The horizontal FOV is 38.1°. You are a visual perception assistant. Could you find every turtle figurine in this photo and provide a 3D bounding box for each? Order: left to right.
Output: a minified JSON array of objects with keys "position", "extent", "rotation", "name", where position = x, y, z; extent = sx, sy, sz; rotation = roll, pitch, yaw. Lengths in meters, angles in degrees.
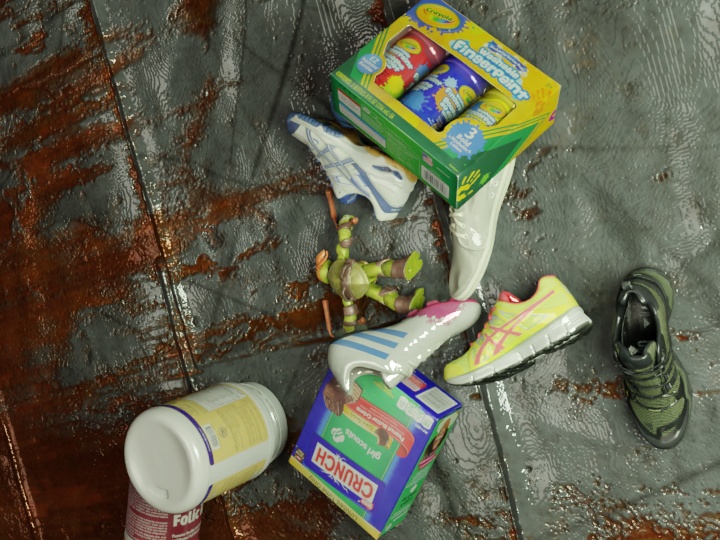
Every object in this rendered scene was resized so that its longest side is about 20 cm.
[{"position":[0.000,0.000,1.334],"extent":[0.161,0.064,0.201],"rotation":[7,103,33],"name":"turtle figurine"}]

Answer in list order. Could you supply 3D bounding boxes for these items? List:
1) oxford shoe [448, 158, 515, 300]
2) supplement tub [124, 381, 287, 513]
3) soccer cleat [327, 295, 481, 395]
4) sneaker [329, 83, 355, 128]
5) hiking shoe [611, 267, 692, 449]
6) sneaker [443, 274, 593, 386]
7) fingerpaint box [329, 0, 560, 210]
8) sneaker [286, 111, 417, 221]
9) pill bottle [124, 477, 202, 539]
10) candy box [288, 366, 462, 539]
[{"position":[0.128,-0.063,1.223],"extent":[0.075,0.057,0.201],"rotation":[-137,57,-65],"name":"oxford shoe"},{"position":[-0.209,0.237,1.440],"extent":[0.145,0.200,0.146],"rotation":[7,102,33],"name":"supplement tub"},{"position":[0.059,0.097,1.273],"extent":[0.199,0.070,0.087],"rotation":[-18,65,8],"name":"soccer cleat"},{"position":[0.058,-0.192,1.271],"extent":[0.199,0.066,0.079],"rotation":[11,141,23],"name":"sneaker"},{"position":[0.303,0.102,1.123],"extent":[0.075,0.101,0.201],"rotation":[-9,94,36],"name":"hiking shoe"},{"position":[0.175,0.073,1.230],"extent":[0.200,0.078,0.091],"rotation":[-33,72,29],"name":"sneaker"},{"position":[0.093,-0.195,1.170],"extent":[0.200,0.167,0.073],"rotation":[42,161,22],"name":"fingerpaint box"},{"position":[-0.025,-0.133,1.317],"extent":[0.200,0.075,0.088],"rotation":[32,110,26],"name":"sneaker"},{"position":[-0.292,0.335,1.570],"extent":[0.114,0.114,0.201],"rotation":[19,110,30],"name":"pill bottle"},{"position":[0.015,0.214,1.357],"extent":[0.169,0.077,0.201],"rotation":[35,117,25],"name":"candy box"}]
